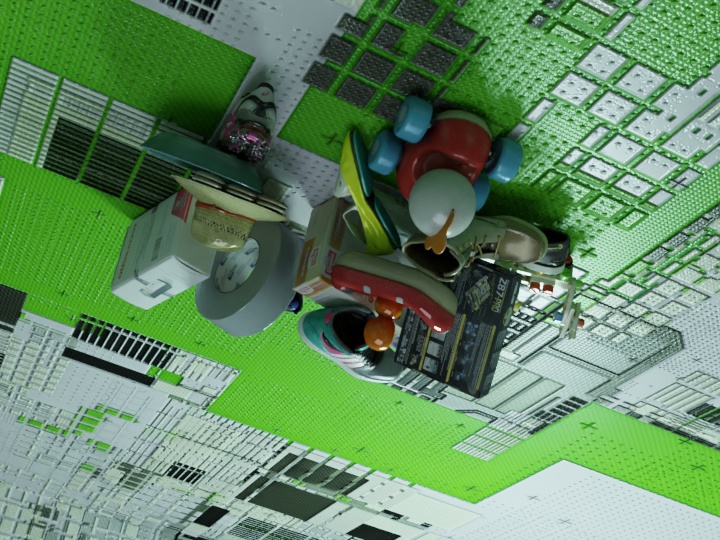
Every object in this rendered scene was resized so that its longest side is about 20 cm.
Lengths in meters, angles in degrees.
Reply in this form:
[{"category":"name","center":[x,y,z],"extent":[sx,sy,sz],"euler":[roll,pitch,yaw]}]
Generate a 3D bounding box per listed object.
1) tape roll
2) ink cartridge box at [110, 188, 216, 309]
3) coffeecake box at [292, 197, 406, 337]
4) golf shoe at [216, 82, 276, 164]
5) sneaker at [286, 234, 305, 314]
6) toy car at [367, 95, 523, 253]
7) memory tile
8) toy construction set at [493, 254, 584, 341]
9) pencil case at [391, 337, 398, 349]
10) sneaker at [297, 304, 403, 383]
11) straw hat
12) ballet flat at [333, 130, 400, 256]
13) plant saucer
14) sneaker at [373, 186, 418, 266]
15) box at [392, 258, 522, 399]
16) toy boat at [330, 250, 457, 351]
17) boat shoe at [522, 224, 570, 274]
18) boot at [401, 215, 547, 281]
[{"category":"tape roll","center":[-0.184,0.007,1.767],"extent":[0.198,0.203,0.066],"euler":[-17,140,38]},{"category":"ink cartridge box","center":[-0.324,-0.037,1.795],"extent":[0.084,0.148,0.199],"euler":[32,143,-33]},{"category":"coffeecake box","center":[0.000,0.000,1.741],"extent":[0.199,0.156,0.073],"euler":[31,145,-29]},{"category":"golf shoe","center":[-0.156,-0.210,1.539],"extent":[0.072,0.094,0.200],"euler":[20,171,-16]},{"category":"sneaker","center":[-0.136,0.033,1.875],"extent":[0.079,0.117,0.200],"euler":[14,148,-4]},{"category":"toy car","center":[0.108,-0.105,1.497],"extent":[0.182,0.203,0.177],"euler":[22,147,-16]},{"category":"memory tile","center":[-0.187,-0.119,1.657],"extent":[0.151,0.017,0.200],"euler":[21,178,-8]},{"category":"toy construction set","center":[0.284,0.033,1.723],"extent":[0.197,0.133,0.092],"euler":[21,148,-16]},{"category":"pencil case","center":[0.115,0.060,1.800],"extent":[0.083,0.086,0.201],"euler":[20,122,-36]},{"category":"sneaker","center":[0.008,0.115,1.700],"extent":[0.198,0.085,0.120],"euler":[28,158,-22]},{"category":"straw hat","center":[-0.214,-0.074,1.652],"extent":[0.198,0.086,0.201],"euler":[20,179,0]},{"category":"ballet flat","center":[-0.002,-0.108,1.592],"extent":[0.066,0.067,0.202],"euler":[-15,114,17]},{"category":"plant saucer","center":[-0.232,-0.165,1.602],"extent":[0.197,0.036,0.200],"euler":[20,179,0]},{"category":"sneaker","center":[0.063,-0.082,1.687],"extent":[0.080,0.077,0.200],"euler":[-34,126,19]},{"category":"box","center":[0.149,0.076,1.660],"extent":[0.159,0.203,0.049],"euler":[21,-165,27]},{"category":"toy boat","center":[0.044,0.056,1.597],"extent":[0.197,0.133,0.130],"euler":[16,177,17]},{"category":"boat shoe","center":[0.229,-0.054,1.671],"extent":[0.198,0.072,0.061],"euler":[15,125,6]},{"category":"boot","center":[0.169,-0.032,1.572],"extent":[0.197,0.155,0.073],"euler":[16,117,13]}]
